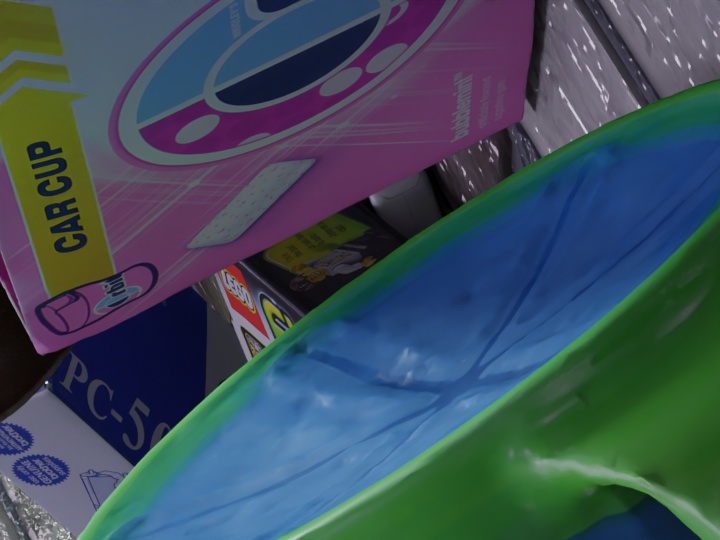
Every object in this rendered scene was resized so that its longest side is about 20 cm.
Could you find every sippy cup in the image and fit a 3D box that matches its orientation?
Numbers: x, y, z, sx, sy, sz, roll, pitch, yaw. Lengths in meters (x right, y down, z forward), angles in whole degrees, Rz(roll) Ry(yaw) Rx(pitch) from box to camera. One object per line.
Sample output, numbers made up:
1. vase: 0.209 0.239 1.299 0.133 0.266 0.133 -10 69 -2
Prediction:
1. sippy cup: 0.045 0.060 0.452 0.130 0.140 0.178 54 -163 -10

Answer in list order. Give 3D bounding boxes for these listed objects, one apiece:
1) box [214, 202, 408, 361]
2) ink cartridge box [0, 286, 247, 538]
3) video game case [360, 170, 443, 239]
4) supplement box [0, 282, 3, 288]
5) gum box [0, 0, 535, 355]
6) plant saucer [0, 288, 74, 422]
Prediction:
1. box: 0.030 0.057 0.716 0.200 0.035 0.110 40 155 54
2. ink cartridge box: -0.066 0.059 1.028 0.200 0.044 0.094 48 -148 -44
3. video game case: 0.000 0.000 0.859 0.200 0.017 0.143 47 162 61
4. supplement box: -0.086 -0.089 0.731 0.061 0.109 0.200 13 152 22
5. gum box: -0.031 -0.067 0.530 0.066 0.113 0.200 61 170 19
6. plant saucer: -0.111 -0.053 0.814 0.034 0.200 0.200 10 144 21
